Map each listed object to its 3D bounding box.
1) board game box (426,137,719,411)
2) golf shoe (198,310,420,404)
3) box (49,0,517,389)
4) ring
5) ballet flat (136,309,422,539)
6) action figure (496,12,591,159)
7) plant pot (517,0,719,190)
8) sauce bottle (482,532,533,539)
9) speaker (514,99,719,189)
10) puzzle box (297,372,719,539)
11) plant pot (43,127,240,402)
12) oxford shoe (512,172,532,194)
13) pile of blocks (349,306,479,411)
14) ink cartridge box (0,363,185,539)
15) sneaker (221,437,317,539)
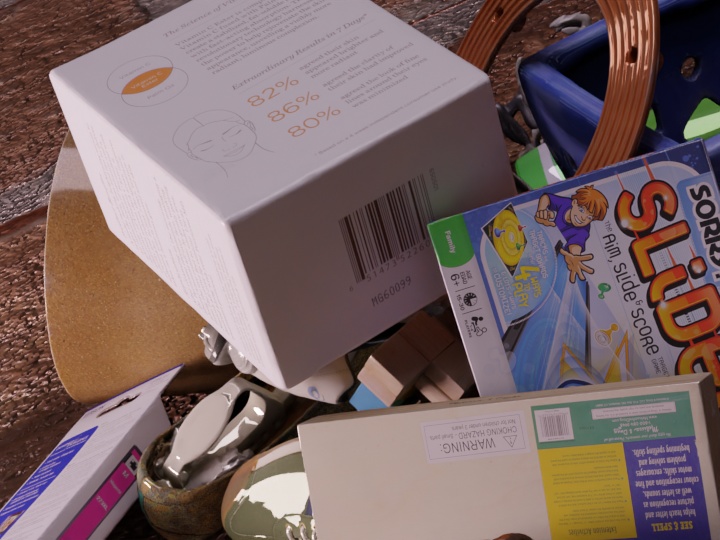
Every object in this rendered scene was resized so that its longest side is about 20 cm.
[{"bbox_3d":[0.125,0.053,1.071,0.135,0.200,0.034,-18,2,7],"label":"board game box"},{"bbox_3d":[0.000,0.000,1.251,0.097,0.078,0.200,32,53,9],"label":"golf shoe"},{"bbox_3d":[-0.038,-0.057,1.157,0.152,0.106,0.200,-30,37,-17],"label":"box"},{"bbox_3d":[0.094,-0.080,1.176,0.019,0.201,0.200,16,10,-28],"label":"ring"},{"bbox_3d":[-0.046,0.068,1.268,0.200,0.071,0.071,-43,30,-12],"label":"ballet flat"},{"bbox_3d":[0.134,-0.108,1.496,0.200,0.102,0.119,-11,15,23],"label":"action figure"},{"bbox_3d":[0.226,-0.050,1.217,0.200,0.180,0.200,-26,25,-12],"label":"plant pot"},{"bbox_3d":[-0.002,0.176,1.043,0.200,0.066,0.066,-23,21,30],"label":"sauce bottle"},{"bbox_3d":[0.198,-0.062,1.375,0.200,0.089,0.088,-18,25,6],"label":"speaker"},{"bbox_3d":[0.075,0.123,1.048,0.200,0.133,0.025,-7,5,25],"label":"puzzle box"},{"bbox_3d":[-0.067,-0.005,1.386,0.200,0.187,0.186,4,31,11],"label":"plant pot"},{"bbox_3d":[0.094,0.002,1.213,0.075,0.058,0.200,-17,33,-16],"label":"oxford shoe"},{"bbox_3d":[0.044,0.067,1.223,0.082,0.062,0.200,-49,-9,12],"label":"pile of blocks"},{"bbox_3d":[-0.166,0.133,1.287,0.095,0.037,0.200,-26,19,40],"label":"ink cartridge box"},{"bbox_3d":[0.004,0.130,1.156,0.200,0.067,0.090,-17,41,32],"label":"sneaker"}]
